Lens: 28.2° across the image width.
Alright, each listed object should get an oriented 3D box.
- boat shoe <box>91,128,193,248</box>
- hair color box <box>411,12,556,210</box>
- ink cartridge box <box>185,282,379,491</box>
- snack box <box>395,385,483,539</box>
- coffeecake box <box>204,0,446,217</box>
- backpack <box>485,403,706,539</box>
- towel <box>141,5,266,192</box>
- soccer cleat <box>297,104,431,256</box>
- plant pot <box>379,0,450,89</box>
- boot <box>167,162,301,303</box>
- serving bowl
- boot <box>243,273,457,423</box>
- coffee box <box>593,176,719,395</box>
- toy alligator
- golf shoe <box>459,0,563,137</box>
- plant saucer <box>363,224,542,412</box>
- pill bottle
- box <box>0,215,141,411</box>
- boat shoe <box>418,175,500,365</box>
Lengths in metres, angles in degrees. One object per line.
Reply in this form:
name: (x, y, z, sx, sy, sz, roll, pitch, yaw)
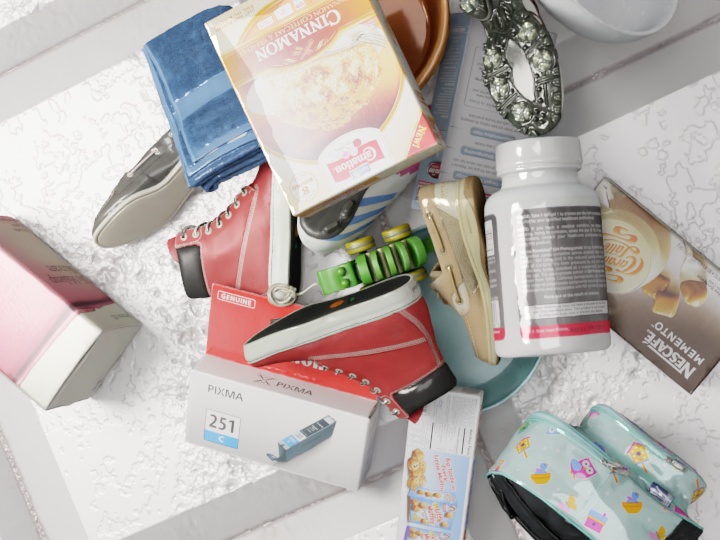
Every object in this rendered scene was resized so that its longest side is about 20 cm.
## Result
boat shoe: (-0.213, -0.103, 1.539, 0.200, 0.067, 0.057, -39, 55, 7)
hair color box: (0.123, -0.150, 1.443, 0.098, 0.061, 0.201, 10, 93, -22)
ink cartridge box: (-0.079, 0.122, 1.491, 0.199, 0.045, 0.177, 14, 117, 11)
snack box: (0.079, 0.214, 1.479, 0.071, 0.024, 0.201, 9, 106, 11)
coffeecake box: (-0.031, -0.173, 1.347, 0.153, 0.073, 0.201, -26, 87, 10)
backpack: (0.227, 0.217, 1.396, 0.199, 0.176, 0.154, 30, 80, 9)
towel: (-0.152, -0.182, 1.481, 0.111, 0.049, 0.201, -28, 56, 10)
soccer cleat: (0.010, -0.094, 1.490, 0.200, 0.086, 0.070, -42, 75, -14)
plant pot: (0.000, -0.247, 1.446, 0.199, 0.140, 0.202, 0, 91, 12)
boot: (-0.133, -0.066, 1.508, 0.143, 0.072, 0.201, 6, 96, 13)
serving bowl: (0.217, -0.303, 1.395, 0.066, 0.200, 0.201, -34, 84, 48)
boot: (-0.010, 0.100, 1.427, 0.199, 0.072, 0.145, -17, 106, 22)
coffee box: (0.286, 0.013, 1.423, 0.200, 0.080, 0.115, 41, 100, 9)
toy alligator: (0.000, 0.000, 1.443, 0.199, 0.054, 0.060, -19, 93, 0)
golf shoe: (0.152, -0.218, 1.349, 0.077, 0.088, 0.201, -29, 72, 31)
plant saucer: (0.098, 0.049, 1.487, 0.199, 0.036, 0.201, 0, 91, 12)
pill bottle: (0.174, -0.021, 1.351, 0.110, 0.111, 0.201, -5, 87, 12)
box: (-0.356, 0.042, 1.533, 0.200, 0.128, 0.109, 38, 97, 8)
boat shoe: (0.102, 0.002, 1.411, 0.064, 0.071, 0.201, -6, 114, 15)
